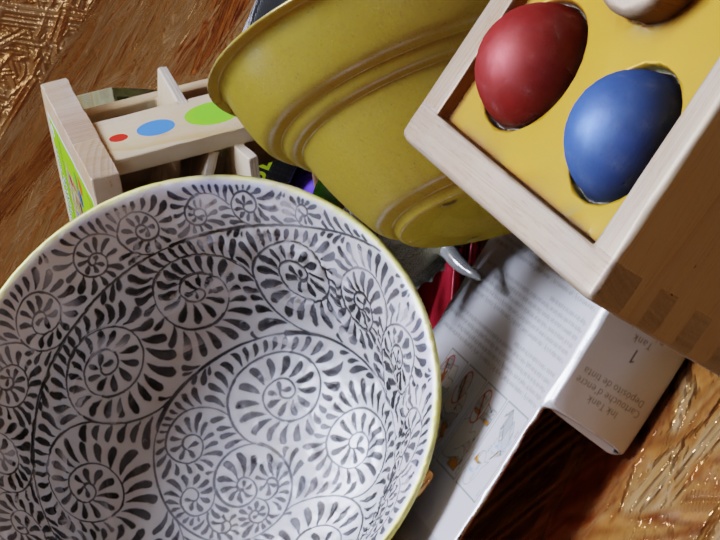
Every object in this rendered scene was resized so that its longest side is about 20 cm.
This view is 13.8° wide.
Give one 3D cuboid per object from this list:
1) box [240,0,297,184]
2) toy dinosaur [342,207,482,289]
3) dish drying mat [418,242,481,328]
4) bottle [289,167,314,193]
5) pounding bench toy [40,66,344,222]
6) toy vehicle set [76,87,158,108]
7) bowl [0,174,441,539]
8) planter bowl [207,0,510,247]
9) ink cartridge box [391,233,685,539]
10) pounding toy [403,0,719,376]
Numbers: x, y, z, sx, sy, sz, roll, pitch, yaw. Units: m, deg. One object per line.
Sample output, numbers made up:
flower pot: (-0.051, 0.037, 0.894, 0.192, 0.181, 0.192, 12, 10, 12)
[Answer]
box: (-0.051, -0.093, 1.621, 0.200, 0.047, 0.193, -84, 15, -62)
toy dinosaur: (0.000, 0.000, 1.324, 0.200, 0.077, 0.102, -49, 2, 42)
dish drying mat: (0.015, 0.019, 1.484, 0.200, 0.018, 0.077, 158, 120, -67)
bottle: (0.033, -0.096, 1.583, 0.083, 0.065, 0.200, 9, 63, 41)
pounding bench toy: (-0.050, 0.001, 1.442, 0.124, 0.156, 0.200, -125, 23, -61)
toy vehicle set: (-0.116, -0.002, 1.666, 0.026, 0.200, 0.124, -12, 2, 9)
bowl: (-0.057, 0.070, 1.220, 0.201, 0.201, 0.094, -62, -21, -14)
planter bowl: (0.046, -0.062, 1.174, 0.200, 0.200, 0.084, -38, 65, 57)
ink cartridge box: (0.069, 0.042, 1.216, 0.174, 0.044, 0.200, -58, 13, 3)
pounding toy: (0.114, -0.095, 1.034, 0.200, 0.142, 0.184, -57, 32, 7)
